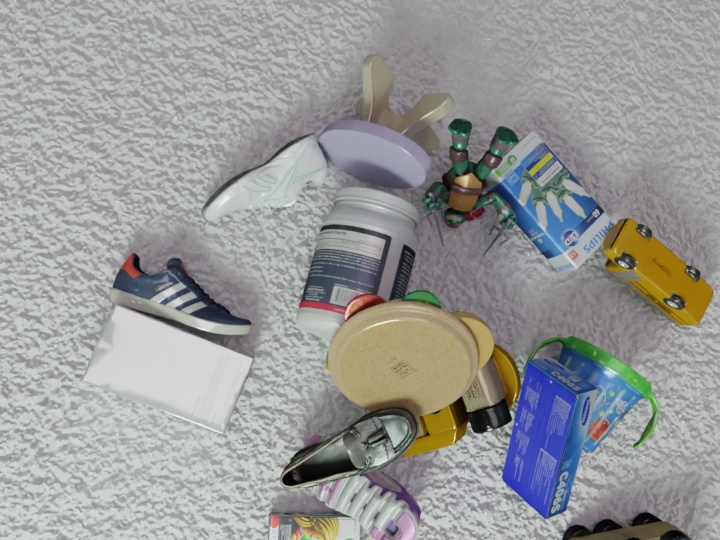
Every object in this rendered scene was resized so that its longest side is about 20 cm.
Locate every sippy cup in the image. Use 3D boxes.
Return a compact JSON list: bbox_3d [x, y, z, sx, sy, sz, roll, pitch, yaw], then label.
[{"bbox_3d":[0.328,0.185,1.088,0.139,0.178,0.131,37,87,-40],"label":"sippy cup"}]

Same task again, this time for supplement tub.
[{"bbox_3d":[0.000,0.000,1.044,0.140,0.140,0.201,17,78,-7],"label":"supplement tub"}]

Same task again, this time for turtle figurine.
[{"bbox_3d":[0.154,-0.116,1.089,0.149,0.201,0.101,-2,38,-16],"label":"turtle figurine"}]

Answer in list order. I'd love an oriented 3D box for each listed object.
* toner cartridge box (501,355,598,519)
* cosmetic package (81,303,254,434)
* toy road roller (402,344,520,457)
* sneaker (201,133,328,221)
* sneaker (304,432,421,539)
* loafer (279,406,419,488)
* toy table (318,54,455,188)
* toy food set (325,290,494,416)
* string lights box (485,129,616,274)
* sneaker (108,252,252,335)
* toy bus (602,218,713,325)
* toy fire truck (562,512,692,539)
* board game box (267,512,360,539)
[{"bbox_3d":[0.257,0.229,1.029,0.043,0.095,0.201,-8,117,-32],"label":"toner cartridge box"},{"bbox_3d":[-0.256,0.134,1.008,0.199,0.081,0.113,24,77,-5],"label":"cosmetic package"},{"bbox_3d":[0.131,0.172,1.068,0.199,0.146,0.124,-22,85,24],"label":"toy road roller"},{"bbox_3d":[-0.134,-0.117,1.077,0.200,0.070,0.081,-32,108,-7],"label":"sneaker"},{"bbox_3d":[0.007,0.300,1.035,0.200,0.088,0.081,38,105,19],"label":"sneaker"},{"bbox_3d":[-0.016,0.239,0.964,0.199,0.063,0.072,-30,82,21],"label":"loafer"},{"bbox_3d":[0.041,-0.201,1.068,0.199,0.184,0.117,19,69,36],"label":"toy table"},{"bbox_3d":[0.054,0.109,0.952,0.197,0.200,0.049,26,33,-16],"label":"toy food set"},{"bbox_3d":[0.288,-0.104,1.156,0.103,0.059,0.200,-42,91,-15],"label":"string lights box"},{"bbox_3d":[-0.239,0.031,1.029,0.199,0.075,0.085,18,83,-7],"label":"sneaker"},{"bbox_3d":[0.447,0.004,1.140,0.200,0.078,0.065,36,78,-14],"label":"toy bus"},{"bbox_3d":[0.393,0.472,1.061,0.175,0.129,0.201,-6,94,-12],"label":"toy fire truck"},{"bbox_3d":[-0.067,0.435,1.017,0.125,0.035,0.201,4,81,-11],"label":"board game box"}]
